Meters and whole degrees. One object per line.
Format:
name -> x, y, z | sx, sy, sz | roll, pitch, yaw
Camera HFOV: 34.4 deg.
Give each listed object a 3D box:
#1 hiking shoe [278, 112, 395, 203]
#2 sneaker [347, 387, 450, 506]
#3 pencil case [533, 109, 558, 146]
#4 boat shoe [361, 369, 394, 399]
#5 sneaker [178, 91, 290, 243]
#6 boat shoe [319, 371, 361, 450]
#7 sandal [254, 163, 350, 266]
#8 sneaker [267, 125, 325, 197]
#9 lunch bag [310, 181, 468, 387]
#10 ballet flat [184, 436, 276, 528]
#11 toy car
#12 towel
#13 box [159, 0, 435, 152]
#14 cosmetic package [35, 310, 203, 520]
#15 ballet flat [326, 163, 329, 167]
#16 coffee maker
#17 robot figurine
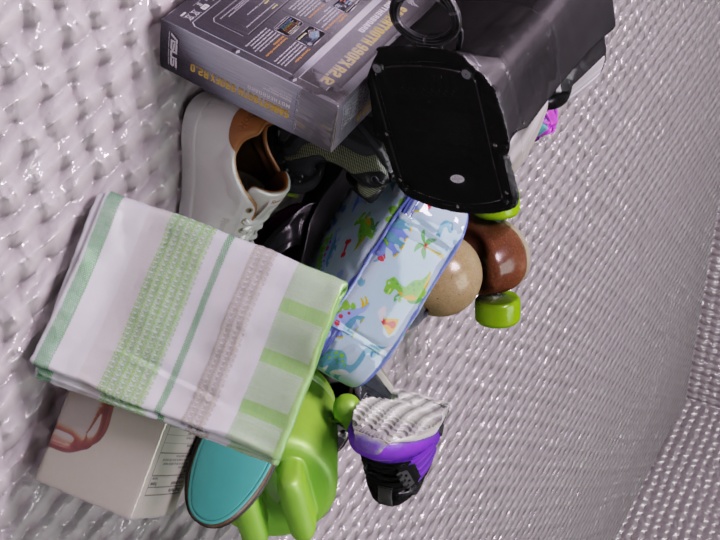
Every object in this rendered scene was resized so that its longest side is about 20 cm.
hiking shoe -> 0.025, -0.111, 1.000 | 0.076, 0.199, 0.101 | -111, -157, -67
sneaker -> 0.033, 0.167, 1.045 | 0.200, 0.069, 0.100 | 2, 104, -73
pencil case -> 0.108, -0.108, 1.174 | 0.200, 0.092, 0.085 | -49, 160, 23
boat shoe -> -0.009, 0.119, 1.298 | 0.066, 0.075, 0.199 | -37, 157, -3
sneaker -> -0.104, -0.045, 0.973 | 0.073, 0.084, 0.200 | -44, 145, -48
boat shoe -> -0.034, 0.145, 1.210 | 0.200, 0.072, 0.063 | 96, -15, -49
sandal -> -0.066, -0.039, 1.085 | 0.048, 0.075, 0.201 | 32, 76, -24
sneaker -> -0.052, -0.165, 1.046 | 0.083, 0.072, 0.201 | -94, -163, -81
lunch bag -> 0.000, 0.000, 1.074 | 0.082, 0.161, 0.200 | 33, 89, -23
ballet flat -> -0.085, 0.112, 0.947 | 0.068, 0.068, 0.200 | 90, 21, -82
toy car -> 0.082, -0.001, 1.312 | 0.200, 0.158, 0.165 | -27, 121, -46
towel -> -0.126, 0.040, 0.847 | 0.031, 0.200, 0.150 | 51, 59, -82
box -> -0.036, -0.195, 0.918 | 0.200, 0.158, 0.048 | -51, 162, -38
cosmetic package -> -0.164, 0.084, 0.912 | 0.103, 0.087, 0.200 | 49, 61, -77
ballet flat -> -0.007, -0.050, 1.186 | 0.069, 0.069, 0.200 | -49, 146, -39
coffee maker -> 0.106, -0.171, 0.872 | 0.200, 0.134, 0.192 | -52, 161, -37
robot figurine -> -0.078, 0.157, 1.057 | 0.200, 0.175, 0.116 | -92, 169, -59
